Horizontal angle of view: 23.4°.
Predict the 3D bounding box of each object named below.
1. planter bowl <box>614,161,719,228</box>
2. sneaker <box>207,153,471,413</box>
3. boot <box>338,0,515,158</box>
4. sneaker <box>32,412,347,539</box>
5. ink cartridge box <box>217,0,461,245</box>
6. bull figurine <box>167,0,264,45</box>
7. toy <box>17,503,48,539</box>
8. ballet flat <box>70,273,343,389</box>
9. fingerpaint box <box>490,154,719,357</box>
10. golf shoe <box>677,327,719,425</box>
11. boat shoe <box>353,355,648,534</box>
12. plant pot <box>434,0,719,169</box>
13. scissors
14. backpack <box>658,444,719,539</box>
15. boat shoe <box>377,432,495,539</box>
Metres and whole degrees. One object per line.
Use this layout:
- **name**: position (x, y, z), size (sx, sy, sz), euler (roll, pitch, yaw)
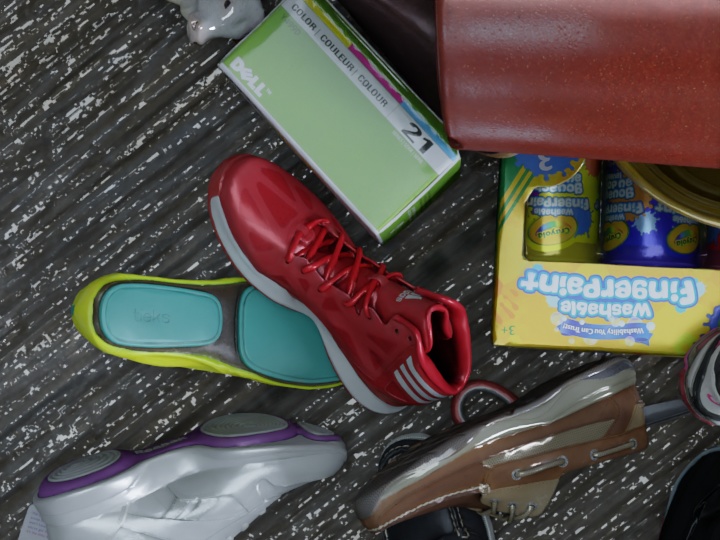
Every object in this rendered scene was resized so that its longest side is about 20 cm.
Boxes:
- **planter bowl**: position (0.225, -0.102, 1.018), size (0.199, 0.084, 0.202), euler (-1, 71, 3)
- **sneaker**: position (0.000, 0.000, 1.064), size (0.200, 0.115, 0.078), euler (47, 60, -18)
- **boot**: position (0.013, -0.157, 1.042), size (0.072, 0.166, 0.200), euler (-46, 54, 21)
- **sneaker**: position (-0.103, 0.151, 1.112), size (0.199, 0.075, 0.100), euler (-14, 101, -7)
- **ink cartridge box**: position (-0.014, -0.098, 1.050), size (0.076, 0.200, 0.148), euler (-43, 86, 1)
- **bull figurine**: position (-0.111, -0.229, 1.116), size (0.121, 0.065, 0.201), euler (6, 68, 4)
- **toy**: position (-0.191, 0.265, 1.117), size (0.115, 0.047, 0.201), euler (19, 70, -10)
- **ballet flat**: position (-0.092, 0.037, 1.109), size (0.199, 0.067, 0.067), euler (10, 79, -30)
- **fingerpaint box**: position (0.185, -0.030, 1.097), size (0.199, 0.073, 0.168), euler (4, 88, 4)
- **golf shoe**: position (0.280, 0.027, 1.011), size (0.200, 0.092, 0.073), euler (-37, 88, -3)
- **boat shoe**: position (0.093, 0.121, 1.072), size (0.199, 0.076, 0.072), euler (-24, 90, -11)
- **plant pot**: position (0.139, -0.138, 0.894), size (0.194, 0.201, 0.202), euler (0, 88, 8)
- **scissors**: position (0.150, 0.109, 1.127), size (0.199, 0.014, 0.074), euler (1, 86, 3)
- **backpack**: position (0.242, 0.209, 1.035), size (0.150, 0.177, 0.201), euler (12, 90, -16)
- **boat shoe**: position (0.048, 0.204, 1.100), size (0.073, 0.060, 0.201), euler (-12, 87, 20)
